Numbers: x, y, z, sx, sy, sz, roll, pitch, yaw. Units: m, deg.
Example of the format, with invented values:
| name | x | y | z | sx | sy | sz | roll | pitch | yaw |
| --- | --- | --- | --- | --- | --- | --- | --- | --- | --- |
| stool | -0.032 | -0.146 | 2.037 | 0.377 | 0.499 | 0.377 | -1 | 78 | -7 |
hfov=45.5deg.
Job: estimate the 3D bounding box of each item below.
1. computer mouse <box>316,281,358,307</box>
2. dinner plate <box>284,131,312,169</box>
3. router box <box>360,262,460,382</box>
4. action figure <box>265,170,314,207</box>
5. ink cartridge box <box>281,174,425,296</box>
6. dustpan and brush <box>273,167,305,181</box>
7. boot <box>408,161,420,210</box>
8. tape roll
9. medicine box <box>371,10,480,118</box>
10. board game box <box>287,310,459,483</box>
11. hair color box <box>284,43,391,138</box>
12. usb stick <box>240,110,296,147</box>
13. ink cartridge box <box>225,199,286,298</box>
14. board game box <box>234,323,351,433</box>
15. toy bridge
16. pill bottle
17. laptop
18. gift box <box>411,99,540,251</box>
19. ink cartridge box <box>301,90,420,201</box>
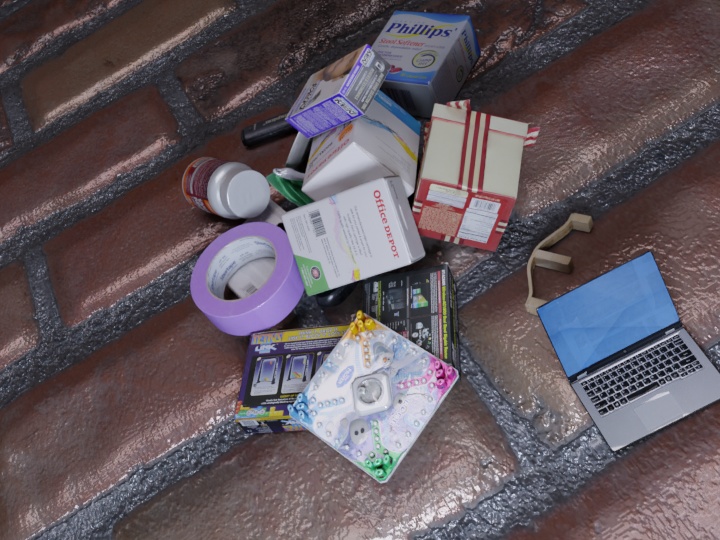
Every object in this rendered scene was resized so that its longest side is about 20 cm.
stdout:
| name | x | y | z | sx | sy | sz | roll | pitch | yaw |
| --- | --- | --- | --- | --- | --- | --- | --- | --- | --- |
| computer mouse | 0.000 | 0.000 | 1.523 | 0.200 | 0.034 | 0.059 | -41 | 28 | -16 |
| dinner plate | -0.100 | -0.271 | 1.676 | 0.024 | 0.200 | 0.201 | 26 | 62 | -4 |
| router box | 0.081 | 0.094 | 1.389 | 0.149 | 0.062 | 0.201 | -11 | 51 | 17 |
| action figure | -0.080 | -0.114 | 1.612 | 0.118 | 0.055 | 0.200 | -18 | 53 | -42 |
| ink cartridge box | -0.011 | -0.058 | 1.421 | 0.199 | 0.084 | 0.145 | -18 | 92 | 24 |
| dustpan and brush | -0.065 | -0.173 | 1.619 | 0.057 | 0.199 | 0.140 | -49 | 36 | 39 |
| boot | 0.069 | -0.163 | 1.586 | 0.096 | 0.075 | 0.201 | -16 | 52 | 7 |
| tape roll | -0.197 | 0.013 | 1.515 | 0.199 | 0.066 | 0.201 | -13 | 52 | 17 |
| medicine box | 0.117 | -0.421 | 1.745 | 0.182 | 0.103 | 0.200 | 14 | 62 | 31 |
| board game box | 0.015 | 0.183 | 1.297 | 0.200 | 0.026 | 0.200 | 30 | 77 | 31 |
| hair color box | -0.042 | -0.307 | 1.491 | 0.200 | 0.065 | 0.110 | -7 | 51 | 57 |
| usb stick | -0.160 | -0.315 | 1.829 | 0.199 | 0.033 | 0.056 | -18 | 50 | 10 |
| ink cartridge box | -0.175 | -0.023 | 1.602 | 0.176 | 0.045 | 0.200 | -42 | 50 | -10 |
| board game box | -0.095 | 0.177 | 1.406 | 0.199 | 0.057 | 0.166 | -6 | 51 | 18 |
| toy bridge | 0.312 | -0.016 | 1.398 | 0.067 | 0.027 | 0.200 | 15 | 61 | 33 |
| pill bottle | -0.261 | -0.159 | 1.667 | 0.110 | 0.110 | 0.200 | -48 | 32 | -16 |
| laptop | 0.383 | 0.113 | 1.209 | 0.187 | 0.116 | 0.200 | -27 | 48 | 2 |
| gift box | 0.189 | -0.170 | 1.436 | 0.184 | 0.200 | 0.187 | 15 | 57 | -3 |
| ink cartridge box | 0.004 | -0.202 | 1.523 | 0.147 | 0.144 | 0.201 | -38 | 29 | 35 |
